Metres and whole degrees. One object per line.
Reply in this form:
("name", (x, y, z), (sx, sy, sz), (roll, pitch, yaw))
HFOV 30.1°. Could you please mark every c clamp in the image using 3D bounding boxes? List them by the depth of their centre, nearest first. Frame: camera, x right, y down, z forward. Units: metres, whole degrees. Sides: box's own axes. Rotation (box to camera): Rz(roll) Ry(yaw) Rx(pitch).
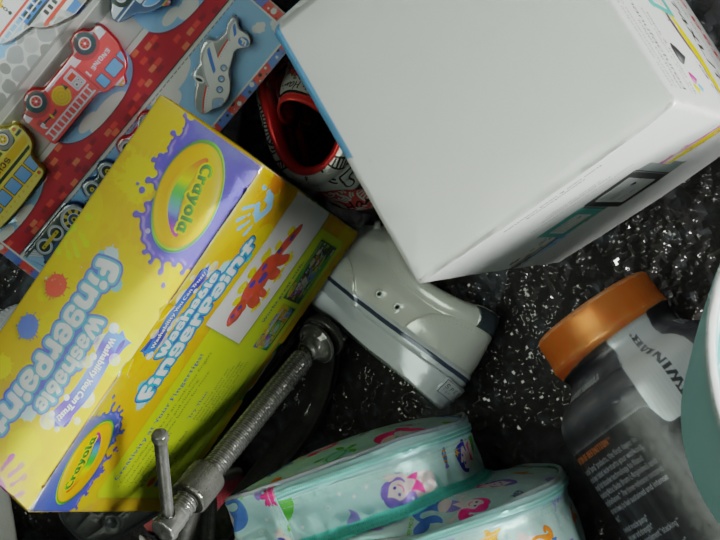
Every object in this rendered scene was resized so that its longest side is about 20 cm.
("c clamp", (-0.058, 0.096, 0.763), (0.027, 0.200, 0.172), (25, 132, 16))

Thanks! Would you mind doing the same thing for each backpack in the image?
("backpack", (0.028, 0.162, 0.745), (0.198, 0.177, 0.152), (-13, 85, 16))

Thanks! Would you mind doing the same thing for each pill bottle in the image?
("pill bottle", (0.176, 0.100, 0.700), (0.106, 0.106, 0.201), (-40, 76, 25))

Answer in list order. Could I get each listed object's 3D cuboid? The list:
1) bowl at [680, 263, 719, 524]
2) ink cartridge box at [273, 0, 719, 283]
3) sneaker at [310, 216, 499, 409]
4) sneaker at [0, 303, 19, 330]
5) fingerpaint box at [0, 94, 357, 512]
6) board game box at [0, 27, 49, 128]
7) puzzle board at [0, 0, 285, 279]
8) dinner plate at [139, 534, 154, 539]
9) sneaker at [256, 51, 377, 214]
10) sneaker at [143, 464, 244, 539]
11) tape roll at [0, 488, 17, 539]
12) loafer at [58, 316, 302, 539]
("bowl", (0.226, 0.067, 0.609), (0.202, 0.200, 0.105), (57, 156, 13))
("ink cartridge box", (0.088, -0.097, 0.678), (0.146, 0.200, 0.148), (-35, 78, 24))
("sneaker", (0.000, 0.000, 0.818), (0.200, 0.073, 0.071), (38, 85, 21))
("sneaker", (-0.166, 0.051, 0.868), (0.199, 0.075, 0.116), (-33, 52, 15))
("fingerpaint box", (-0.106, 0.027, 0.717), (0.073, 0.167, 0.201), (35, 92, 18))
("board game box", (-0.166, -0.143, 0.812), (0.096, 0.200, 0.161), (27, 105, 23))
("puzzle board", (-0.150, -0.099, 0.706), (0.150, 0.017, 0.200), (39, 99, -16))
("dinner plate", (-0.083, 0.250, 0.833), (0.024, 0.200, 0.201), (-27, 78, -15))
("sneaker", (-0.009, -0.138, 0.768), (0.067, 0.108, 0.204), (-3, 83, 27))
("sneaker", (-0.126, 0.125, 0.884), (0.198, 0.074, 0.088), (13, 95, 25))
("tape roll", (-0.283, 0.135, 0.929), (0.203, 0.037, 0.205), (39, 136, 51))
("loafer", (-0.110, 0.088, 0.842), (0.068, 0.070, 0.201), (41, 86, -3))
